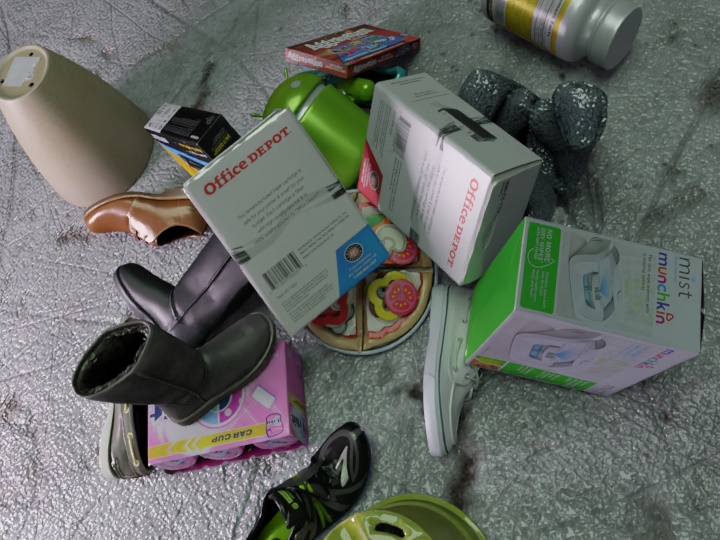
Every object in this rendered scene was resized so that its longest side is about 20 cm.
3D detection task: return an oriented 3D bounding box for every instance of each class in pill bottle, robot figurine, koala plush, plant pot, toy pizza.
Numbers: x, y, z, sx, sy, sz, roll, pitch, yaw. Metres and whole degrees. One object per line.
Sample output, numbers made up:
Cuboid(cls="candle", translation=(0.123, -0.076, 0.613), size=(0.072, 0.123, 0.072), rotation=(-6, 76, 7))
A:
Cuboid(cls="pill bottle", translation=(0.265, -0.348, 0.958), size=(0.199, 0.112, 0.112), rotation=(39, 82, 26))
Cuboid(cls="robot figurine", translation=(-0.044, -0.173, 0.948), size=(0.198, 0.116, 0.177), rotation=(37, 84, -3))
Cuboid(cls="koala plush", translation=(0.201, -0.109, 0.866), size=(0.173, 0.183, 0.206), rotation=(14, 92, 27))
Cuboid(cls="plant pot", translation=(0.034, 0.311, 0.698), size=(0.194, 0.185, 0.206), rotation=(-6, 65, 14))
Cuboid(cls="toy pizza", translation=(0.000, 0.000, 0.888), size=(0.194, 0.032, 0.207), rotation=(0, 85, 0))
Cuboid(cls="plant pot", translation=(-0.437, -0.228, 1.064), size=(0.182, 0.201, 0.193), rotation=(-6, 65, 14))

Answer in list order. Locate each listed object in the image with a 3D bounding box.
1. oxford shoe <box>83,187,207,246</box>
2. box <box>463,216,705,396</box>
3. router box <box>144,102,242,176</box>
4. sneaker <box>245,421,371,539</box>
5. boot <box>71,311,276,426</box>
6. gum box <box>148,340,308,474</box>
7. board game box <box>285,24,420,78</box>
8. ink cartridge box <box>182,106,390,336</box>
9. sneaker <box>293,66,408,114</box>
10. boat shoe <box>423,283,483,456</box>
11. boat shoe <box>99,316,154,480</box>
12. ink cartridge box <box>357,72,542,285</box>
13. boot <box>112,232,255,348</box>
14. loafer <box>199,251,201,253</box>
Cuboid(cls="oxford shoe", translation=(-0.310, -0.069, 1.032), size=(0.194, 0.071, 0.073), rotation=(-5, 70, 13))
Cuboid(cls="box", translation=(0.213, 0.044, 0.728), size=(0.171, 0.201, 0.099), rotation=(14, 69, -2))
Cuboid(cls="router box", translation=(-0.185, -0.141, 0.939), size=(0.051, 0.149, 0.198), rotation=(-51, 35, -11))
Cuboid(cls="sneaker", translation=(-0.059, 0.258, 0.806), size=(0.070, 0.083, 0.200), rotation=(37, 81, 26))
Cuboid(cls="boot", translation=(-0.189, 0.087, 0.776), size=(0.182, 0.201, 0.072), rotation=(-46, 60, -9))
Cuboid(cls="gum box", translation=(-0.168, 0.170, 0.885), size=(0.194, 0.066, 0.116), rotation=(-14, 62, 11))
Cuboid(cls="board game box", translation=(-0.006, -0.308, 1.002), size=(0.101, 0.020, 0.199), rotation=(21, 35, 25))
Cuboid(cls="ink cartridge box", translation=(-0.083, -0.055, 0.814), size=(0.145, 0.084, 0.202), rotation=(-36, 99, -4))
Cuboid(cls="sneaker", translation=(-0.015, -0.265, 1.023), size=(0.194, 0.080, 0.080), rotation=(6, 68, 19))
Cuboid(cls="boat shoe", translation=(0.110, 0.107, 0.826), size=(0.065, 0.074, 0.206), rotation=(-3, 66, 15))
Cuboid(cls="boat shoe", translation=(-0.287, 0.160, 0.925), size=(0.058, 0.072, 0.208), rotation=(-5, 72, 13))
Cuboid(cls="ink cartridge box", translation=(0.093, -0.106, 0.816), size=(0.082, 0.147, 0.200), rotation=(-19, 49, -31))
Cuboid(cls="boot", translation=(-0.212, -0.006, 0.929), size=(0.165, 0.065, 0.201), rotation=(46, 111, 9))
Cuboid(cls="loafer", translation=(-0.135, -0.041, 0.965), size=(0.195, 0.071, 0.070), rotation=(-20, 62, 7))
